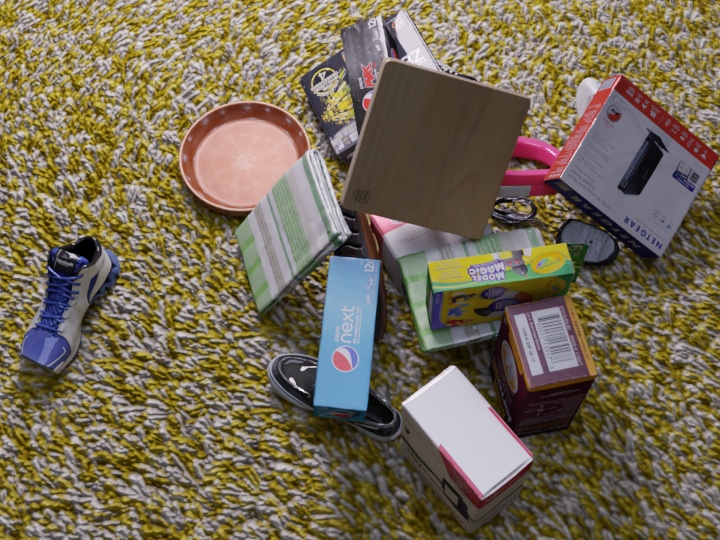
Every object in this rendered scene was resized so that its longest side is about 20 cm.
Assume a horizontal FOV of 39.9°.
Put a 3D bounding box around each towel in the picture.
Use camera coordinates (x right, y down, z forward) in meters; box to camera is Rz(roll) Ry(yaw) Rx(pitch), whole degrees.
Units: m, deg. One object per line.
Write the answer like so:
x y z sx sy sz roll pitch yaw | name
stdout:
-0.096 -0.051 1.359 0.031 0.200 0.149 7 53 -39 | towel
0.161 0.026 1.316 0.200 0.031 0.149 -12 62 -5 | towel

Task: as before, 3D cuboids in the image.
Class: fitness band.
0.216 -0.156 1.447 0.200 0.037 0.144 -4 33 -23 | fitness band

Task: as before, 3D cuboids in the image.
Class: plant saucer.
-0.174 -0.168 1.502 0.200 0.032 0.200 0 62 0 | plant saucer

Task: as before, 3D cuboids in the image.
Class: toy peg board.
0.089 -0.168 1.307 0.199 0.200 0.098 12 21 -15 | toy peg board

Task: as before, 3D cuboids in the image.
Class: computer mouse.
0.282 -0.059 1.451 0.200 0.034 0.059 26 88 18 | computer mouse

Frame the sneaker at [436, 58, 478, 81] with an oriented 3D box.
0.148 -0.283 1.532 0.076 0.088 0.200 -39 67 -16 | sneaker

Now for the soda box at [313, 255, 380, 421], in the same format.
-0.017 0.086 1.265 0.068 0.064 0.200 6 68 0 | soda box

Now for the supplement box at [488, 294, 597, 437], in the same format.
0.225 0.127 1.254 0.086 0.200 0.110 -10 63 -5 | supplement box

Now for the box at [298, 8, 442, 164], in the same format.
0.023 -0.280 1.512 0.200 0.049 0.161 -30 67 11 | box

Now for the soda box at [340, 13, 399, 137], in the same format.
0.025 -0.266 1.445 0.071 0.063 0.200 -16 69 18 | soda box

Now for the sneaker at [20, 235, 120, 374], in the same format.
-0.407 0.029 1.352 0.081 0.115 0.200 19 64 11 | sneaker

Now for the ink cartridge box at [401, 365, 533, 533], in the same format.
0.124 0.223 1.205 0.084 0.200 0.145 -35 68 -14 | ink cartridge box

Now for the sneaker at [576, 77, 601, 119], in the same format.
0.410 -0.212 1.508 0.105 0.076 0.200 -19 76 -21 | sneaker

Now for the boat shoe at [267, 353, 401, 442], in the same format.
-0.032 0.157 1.310 0.200 0.071 0.072 23 65 11 | boat shoe

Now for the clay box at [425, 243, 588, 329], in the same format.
0.183 0.020 1.237 0.200 0.115 0.048 -7 64 -1 | clay box

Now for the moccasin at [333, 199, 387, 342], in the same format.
-0.002 0.000 1.376 0.074 0.078 0.202 -18 86 21 | moccasin

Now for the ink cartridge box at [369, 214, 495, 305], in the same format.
0.121 -0.012 1.392 0.146 0.085 0.200 -25 64 -13 | ink cartridge box

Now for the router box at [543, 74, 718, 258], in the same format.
0.387 -0.145 1.409 0.200 0.049 0.180 34 80 -16 | router box
